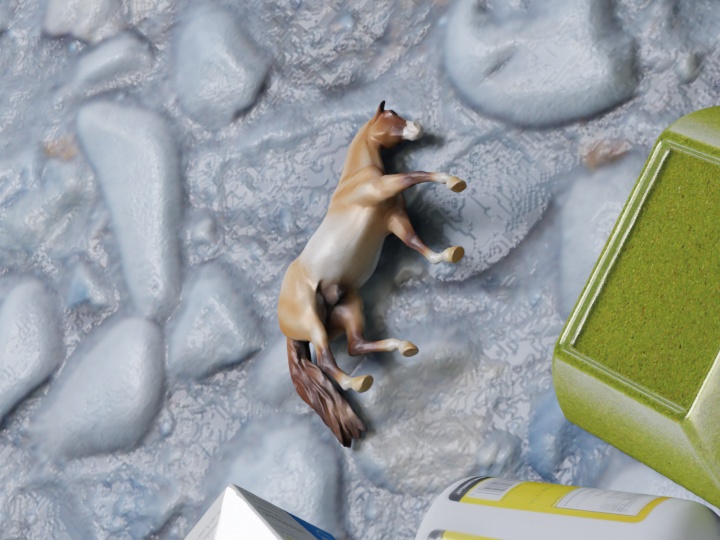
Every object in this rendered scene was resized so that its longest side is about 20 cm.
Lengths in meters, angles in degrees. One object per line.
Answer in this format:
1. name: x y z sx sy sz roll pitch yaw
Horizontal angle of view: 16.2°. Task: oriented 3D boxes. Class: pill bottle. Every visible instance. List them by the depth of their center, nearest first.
1. pill bottle: 0.132 0.172 1.334 0.199 0.112 0.113 4 74 35

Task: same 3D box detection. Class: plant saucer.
1. plant saucer: 0.183 0.009 1.352 0.201 0.048 0.200 -64 29 2

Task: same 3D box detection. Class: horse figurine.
1. horse figurine: 0.000 0.000 1.527 0.132 0.050 0.201 27 95 50

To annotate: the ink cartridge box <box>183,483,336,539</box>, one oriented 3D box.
1. ink cartridge box: -0.008 0.217 1.410 0.067 0.116 0.200 -50 53 4
